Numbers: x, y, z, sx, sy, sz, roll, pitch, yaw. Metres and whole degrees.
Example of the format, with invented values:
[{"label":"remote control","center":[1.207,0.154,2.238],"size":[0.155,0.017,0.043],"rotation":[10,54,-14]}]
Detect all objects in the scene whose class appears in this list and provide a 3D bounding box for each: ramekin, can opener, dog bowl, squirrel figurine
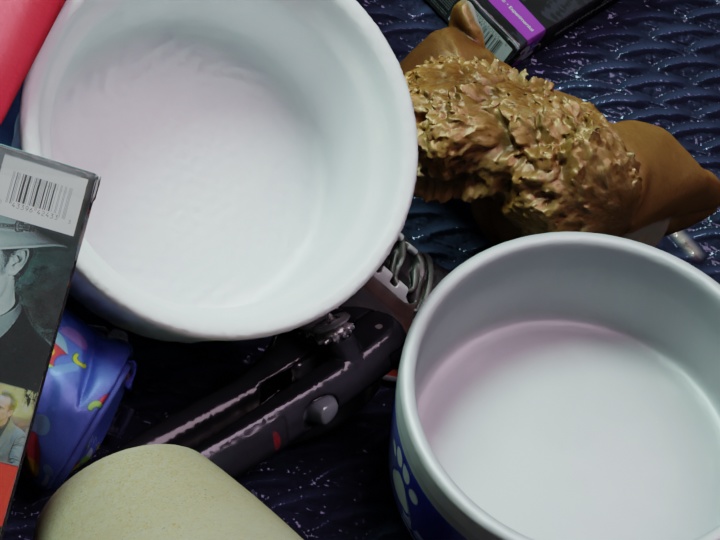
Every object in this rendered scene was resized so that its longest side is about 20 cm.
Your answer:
[{"label":"ramekin","center":[-0.081,-0.058,1.081],"size":[0.200,0.098,0.201],"rotation":[4,79,-20]},{"label":"can opener","center":[-0.055,0.077,1.094],"size":[0.200,0.079,0.063],"rotation":[-31,33,-34]},{"label":"dog bowl","center":[0.114,0.082,1.106],"size":[0.199,0.079,0.201],"rotation":[3,55,-5]},{"label":"squirrel figurine","center":[0.086,-0.076,1.229],"size":[0.187,0.142,0.200],"rotation":[48,5,21]}]

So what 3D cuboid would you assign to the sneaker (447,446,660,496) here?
[{"label":"sneaker","center":[0.124,0.119,1.170],"size":[0.199,0.077,0.076],"rotation":[4,55,-26]}]

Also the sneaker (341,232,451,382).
[{"label":"sneaker","center":[0.000,0.000,1.185],"size":[0.199,0.082,0.077],"rotation":[18,48,-18]}]

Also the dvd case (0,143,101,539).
[{"label":"dvd case","center":[-0.206,0.034,0.924],"size":[0.145,0.022,0.201],"rotation":[16,87,-23]}]

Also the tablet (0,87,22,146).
[{"label":"tablet","center":[-0.259,-0.102,1.159],"size":[0.199,0.014,0.131],"rotation":[18,48,-20]}]

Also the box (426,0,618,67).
[{"label":"box","center":[0.108,-0.225,1.464],"size":[0.143,0.036,0.200],"rotation":[48,47,9]}]

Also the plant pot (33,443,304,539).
[{"label":"plant pot","center":[-0.069,0.180,0.953],"size":[0.187,0.188,0.200],"rotation":[-1,42,-31]}]

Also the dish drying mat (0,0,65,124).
[{"label":"dish drying mat","center":[-0.187,-0.106,0.984],"size":[0.077,0.018,0.201],"rotation":[30,59,-13]}]

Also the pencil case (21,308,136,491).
[{"label":"pencil case","center":[-0.198,0.021,1.051],"size":[0.200,0.078,0.087],"rotation":[37,69,-1]}]
